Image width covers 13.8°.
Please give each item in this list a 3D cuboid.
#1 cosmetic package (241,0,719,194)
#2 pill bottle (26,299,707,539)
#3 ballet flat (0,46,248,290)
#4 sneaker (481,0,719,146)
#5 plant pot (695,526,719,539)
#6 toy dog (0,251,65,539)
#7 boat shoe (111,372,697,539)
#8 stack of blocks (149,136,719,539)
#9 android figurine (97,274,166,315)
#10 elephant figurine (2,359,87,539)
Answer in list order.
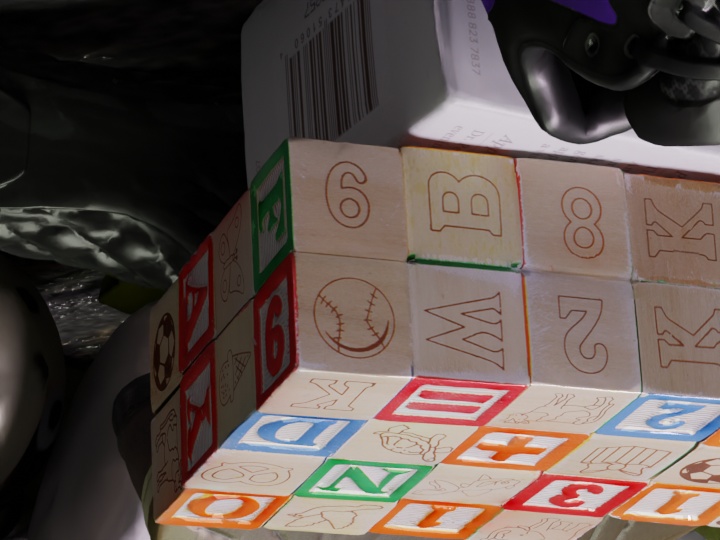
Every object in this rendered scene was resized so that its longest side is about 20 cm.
[{"bbox_3d":[0.080,-0.037,0.770,0.200,0.074,0.102,9,155,-29],"label":"cosmetic package"},{"bbox_3d":[0.006,0.094,0.928,0.200,0.114,0.114,22,157,-20],"label":"pill bottle"},{"bbox_3d":[-0.047,-0.023,0.807,0.200,0.067,0.057,17,-172,-8],"label":"ballet flat"},{"bbox_3d":[0.082,-0.078,0.604,0.069,0.100,0.200,-5,168,-23],"label":"sneaker"},{"bbox_3d":[0.180,0.095,1.322,0.187,0.188,0.200,4,178,-41],"label":"plant pot"},{"bbox_3d":[-0.185,0.042,0.900,0.200,0.140,0.194,-4,167,-24],"label":"toy dog"},{"bbox_3d":[0.024,0.044,0.848,0.200,0.066,0.072,-3,132,-30],"label":"boat shoe"},{"bbox_3d":[0.058,0.025,0.748,0.200,0.059,0.115,5,156,-19],"label":"stack of blocks"},{"bbox_3d":[0.000,0.000,0.907,0.200,0.041,0.182,19,158,-17],"label":"android figurine"},{"bbox_3d":[-0.091,0.077,1.022,0.200,0.156,0.141,6,-177,35],"label":"elephant figurine"}]
